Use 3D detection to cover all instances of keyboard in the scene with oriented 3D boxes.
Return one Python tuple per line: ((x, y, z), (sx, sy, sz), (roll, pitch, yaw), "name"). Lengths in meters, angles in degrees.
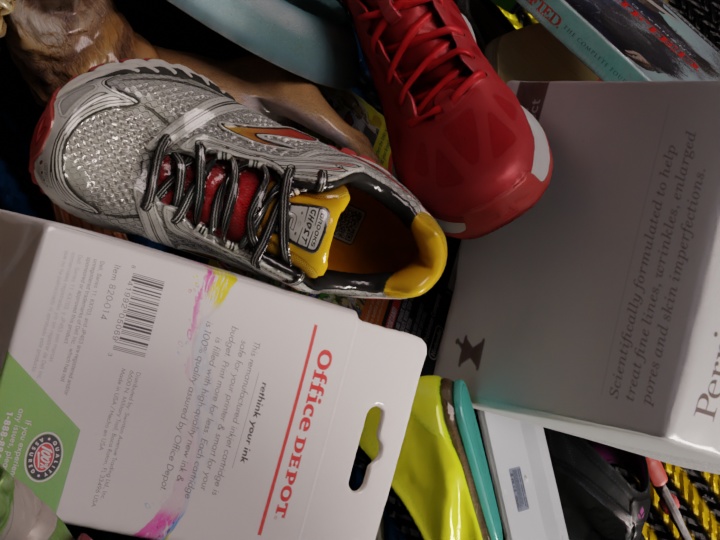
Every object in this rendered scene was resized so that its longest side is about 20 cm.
((0.084, 0.112, 0.925), (0.056, 0.011, 0.201), (-4, 79, -53), "keyboard")

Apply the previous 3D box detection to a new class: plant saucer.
((-0.078, -0.162, 0.917), (0.200, 0.027, 0.200), (34, 14, -10), "plant saucer")

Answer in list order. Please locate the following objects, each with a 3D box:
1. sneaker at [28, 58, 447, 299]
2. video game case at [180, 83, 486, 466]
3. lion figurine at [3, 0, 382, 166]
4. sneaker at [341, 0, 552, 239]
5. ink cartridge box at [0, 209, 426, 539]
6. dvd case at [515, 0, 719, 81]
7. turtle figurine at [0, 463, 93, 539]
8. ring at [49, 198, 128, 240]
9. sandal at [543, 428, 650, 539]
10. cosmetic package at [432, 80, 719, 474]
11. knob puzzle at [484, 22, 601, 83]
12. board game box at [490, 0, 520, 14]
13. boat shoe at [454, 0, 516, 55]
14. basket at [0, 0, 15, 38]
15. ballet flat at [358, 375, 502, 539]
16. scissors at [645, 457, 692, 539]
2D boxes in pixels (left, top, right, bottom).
((-0.046, -0.037, 0.771), (0.200, 0.078, 0.082), (14, 9, -30), "sneaker")
((0.000, 0.000, 0.925), (0.181, 0.025, 0.200), (38, 43, -19), "video game case")
((-0.079, -0.084, 0.863), (0.200, 0.073, 0.123), (16, 38, -35), "lion figurine")
((0.020, -0.105, 0.851), (0.116, 0.078, 0.200), (53, 6, -37), "sneaker")
((-0.077, 0.056, 0.770), (0.200, 0.067, 0.117), (18, 86, -35), "ink cartridge box")
((0.146, -0.145, 1.029), (0.146, 0.022, 0.200), (44, 22, 8), "dvd case")
((-0.083, 0.171, 0.660), (0.194, 0.144, 0.200), (34, 40, -18), "turtle figurine")
((-0.073, -0.021, 0.902), (0.200, 0.019, 0.201), (25, 48, -31), "ring")
((0.118, 0.093, 0.982), (0.075, 0.048, 0.201), (-3, 64, -46), "sandal")
((0.173, 0.013, 0.883), (0.200, 0.165, 0.165), (17, 84, -37), "cosmetic package")
((0.132, -0.058, 1.034), (0.219, 0.030, 0.220), (16, 66, -39), "knob puzzle")
((0.036, -0.252, 1.115), (0.135, 0.034, 0.200), (28, 29, -29), "board game box")
((0.109, -0.079, 1.084), (0.200, 0.064, 0.071), (50, 40, -5), "boat shoe")
((-0.267, -0.080, 0.723), (0.200, 0.149, 0.143), (-3, 32, -45), "basket")
((0.047, 0.146, 0.855), (0.067, 0.067, 0.200), (-70, 141, -76), "ballet flat")
((0.172, 0.122, 1.033), (0.200, 0.014, 0.073), (62, -6, -15), "scissors")
